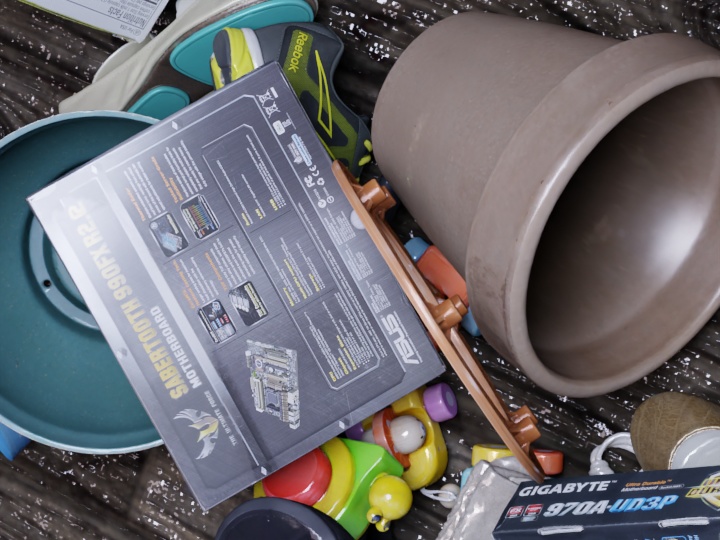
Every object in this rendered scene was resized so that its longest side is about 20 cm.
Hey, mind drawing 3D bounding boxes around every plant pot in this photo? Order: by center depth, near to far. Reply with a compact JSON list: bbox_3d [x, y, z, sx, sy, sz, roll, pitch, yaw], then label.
[{"bbox_3d":[0.100,-0.056,1.083,0.175,0.200,0.200,35,105,39],"label":"plant pot"},{"bbox_3d":[-0.151,-0.003,1.196,0.200,0.134,0.201,-1,100,-3],"label":"plant pot"}]

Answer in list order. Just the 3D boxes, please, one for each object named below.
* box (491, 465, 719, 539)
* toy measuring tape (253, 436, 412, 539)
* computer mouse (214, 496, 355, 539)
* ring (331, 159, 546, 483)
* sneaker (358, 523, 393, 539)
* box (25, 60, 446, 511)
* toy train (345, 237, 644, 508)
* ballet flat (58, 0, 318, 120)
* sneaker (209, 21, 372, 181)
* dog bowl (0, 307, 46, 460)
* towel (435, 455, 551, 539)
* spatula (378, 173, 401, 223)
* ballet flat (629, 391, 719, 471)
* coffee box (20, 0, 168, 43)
[{"bbox_3d":[0.178,0.195,1.040,0.159,0.046,0.200,-10,118,37],"label":"box"},{"bbox_3d":[-0.057,0.126,1.171,0.200,0.074,0.074,8,94,35],"label":"toy measuring tape"},{"bbox_3d":[-0.013,0.215,1.096,0.138,0.053,0.200,-31,82,24],"label":"computer mouse"},{"bbox_3d":[0.046,0.023,1.045,0.019,0.200,0.201,-34,76,4],"label":"ring"},{"bbox_3d":[0.014,0.230,1.170,0.140,0.078,0.200,-26,80,24],"label":"sneaker"},{"bbox_3d":[-0.068,0.008,1.100,0.158,0.048,0.200,-30,95,-7],"label":"box"},{"bbox_3d":[0.064,0.081,1.158,0.200,0.056,0.150,47,109,18],"label":"toy train"},{"bbox_3d":[-0.114,-0.134,1.242,0.200,0.069,0.070,-34,76,22],"label":"ballet flat"},{"bbox_3d":[-0.026,-0.056,1.190,0.084,0.074,0.200,-17,101,-12],"label":"sneaker"},{"bbox_3d":[-0.259,0.028,1.286,0.050,0.112,0.200,-33,74,-16],"label":"dog bowl"},{"bbox_3d":[0.082,0.211,1.124,0.132,0.034,0.200,26,100,-11],"label":"towel"},{"bbox_3d":[0.000,0.000,1.168,0.021,0.056,0.200,20,89,50],"label":"spatula"},{"bbox_3d":[0.218,0.142,1.074,0.068,0.072,0.200,-40,73,8],"label":"ballet flat"},{"bbox_3d":[-0.200,-0.286,1.182,0.200,0.200,0.198,44,108,34],"label":"coffee box"}]
